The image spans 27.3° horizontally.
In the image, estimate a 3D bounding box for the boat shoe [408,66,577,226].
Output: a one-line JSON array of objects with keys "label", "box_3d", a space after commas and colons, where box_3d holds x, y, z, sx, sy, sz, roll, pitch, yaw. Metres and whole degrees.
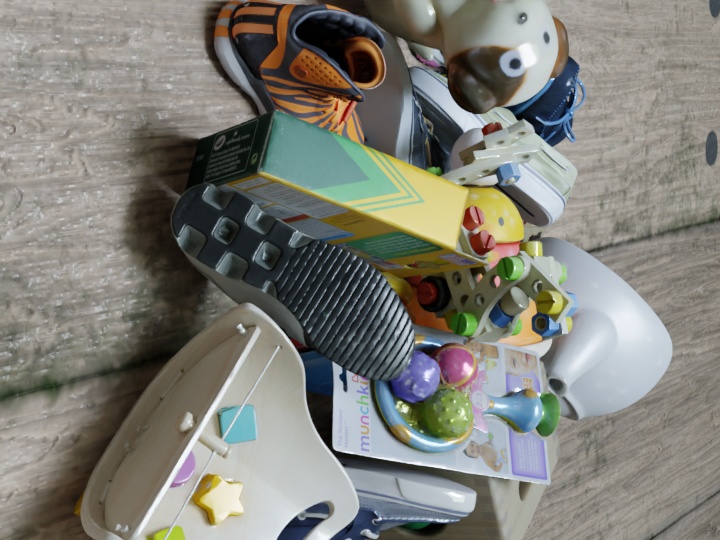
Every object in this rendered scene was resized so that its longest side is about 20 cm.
[{"label": "boat shoe", "box_3d": [0.111, -0.121, 1.340, 0.200, 0.072, 0.062, 40, 66, -18]}]

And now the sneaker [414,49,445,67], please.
[{"label": "sneaker", "box_3d": [0.131, -0.209, 1.406, 0.200, 0.086, 0.081, -4, 99, -58]}]

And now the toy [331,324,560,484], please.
[{"label": "toy", "box_3d": [0.073, 0.093, 1.146, 0.200, 0.047, 0.115, 15, 60, -31]}]

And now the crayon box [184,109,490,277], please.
[{"label": "crayon box", "box_3d": [-0.013, -0.052, 1.098, 0.200, 0.126, 0.052, 21, 75, -28]}]

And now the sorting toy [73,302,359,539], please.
[{"label": "sorting toy", "box_3d": [-0.086, 0.161, 1.041, 0.180, 0.107, 0.200, 43, 55, -20]}]

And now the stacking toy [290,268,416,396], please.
[{"label": "stacking toy", "box_3d": [0.000, 0.000, 1.222, 0.116, 0.110, 0.201, 13, 73, -35]}]

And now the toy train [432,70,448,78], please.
[{"label": "toy train", "box_3d": [0.096, -0.097, 1.403, 0.034, 0.046, 0.200, -49, 133, -43]}]

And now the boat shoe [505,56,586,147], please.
[{"label": "boat shoe", "box_3d": [0.173, -0.154, 1.396, 0.084, 0.069, 0.200, -63, -175, -11]}]

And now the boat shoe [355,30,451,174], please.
[{"label": "boat shoe", "box_3d": [0.031, -0.121, 1.286, 0.091, 0.071, 0.201, -40, 134, -48]}]

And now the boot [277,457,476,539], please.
[{"label": "boot", "box_3d": [-0.014, 0.195, 1.154, 0.073, 0.199, 0.091, 5, 93, -85]}]

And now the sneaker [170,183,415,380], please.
[{"label": "sneaker", "box_3d": [-0.048, 0.011, 1.079, 0.074, 0.200, 0.089, -53, -179, -14]}]

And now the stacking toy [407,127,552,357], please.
[{"label": "stacking toy", "box_3d": [0.093, -0.022, 1.278, 0.146, 0.146, 0.201, -12, 105, -56]}]

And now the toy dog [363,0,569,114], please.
[{"label": "toy dog", "box_3d": [0.076, -0.214, 1.209, 0.139, 0.200, 0.194, -22, 144, -29]}]

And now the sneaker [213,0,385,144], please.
[{"label": "sneaker", "box_3d": [-0.022, -0.136, 1.153, 0.200, 0.112, 0.078, 43, 59, -53]}]

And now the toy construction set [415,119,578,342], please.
[{"label": "toy construction set", "box_3d": [0.099, -0.026, 1.175, 0.092, 0.131, 0.200, 19, 51, -38]}]

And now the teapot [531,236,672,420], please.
[{"label": "teapot", "box_3d": [0.188, 0.075, 1.425, 0.146, 0.197, 0.200, -47, 137, -8]}]

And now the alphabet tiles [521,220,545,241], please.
[{"label": "alphabet tiles", "box_3d": [0.114, 0.003, 1.428, 0.200, 0.006, 0.167, -2, 117, -57]}]

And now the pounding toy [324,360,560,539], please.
[{"label": "pounding toy", "box_3d": [0.055, 0.188, 1.274, 0.200, 0.184, 0.143, -53, 136, -52]}]
